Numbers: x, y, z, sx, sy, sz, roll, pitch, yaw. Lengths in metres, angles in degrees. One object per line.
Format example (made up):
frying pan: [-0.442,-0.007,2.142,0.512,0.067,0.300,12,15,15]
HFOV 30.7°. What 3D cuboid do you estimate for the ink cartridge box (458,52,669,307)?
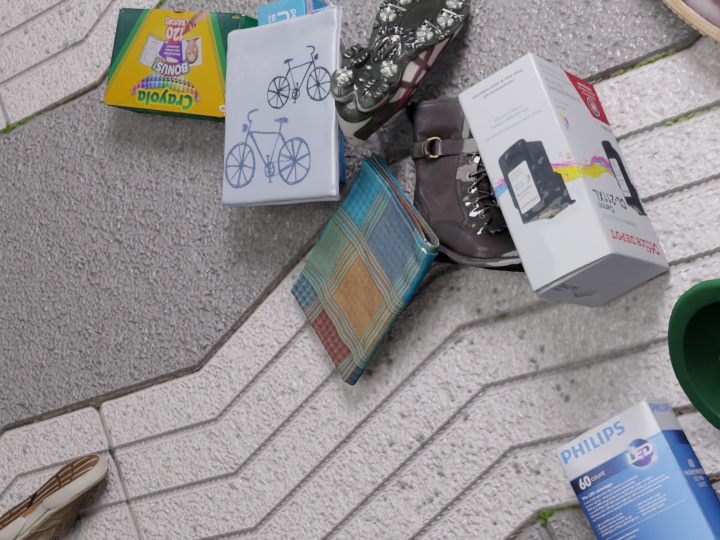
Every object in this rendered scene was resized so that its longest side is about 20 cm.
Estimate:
ink cartridge box: [0.186,-0.078,1.185,0.083,0.146,0.200,-29,70,27]

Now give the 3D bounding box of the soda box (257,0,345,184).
soda box: [-0.065,-0.191,1.422,0.068,0.064,0.200,-8,80,34]

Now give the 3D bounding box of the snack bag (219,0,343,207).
snack bag: [-0.083,-0.168,1.369,0.188,0.021,0.200,-2,87,47]

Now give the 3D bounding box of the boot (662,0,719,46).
boot: [0.331,-0.296,1.148,0.166,0.072,0.200,-50,57,23]

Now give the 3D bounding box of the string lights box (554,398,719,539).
string lights box: [0.264,0.224,1.153,0.103,0.059,0.200,-35,67,27]

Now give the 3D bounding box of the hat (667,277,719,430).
hat: [0.376,0.029,1.120,0.166,0.176,0.200,25,137,32]

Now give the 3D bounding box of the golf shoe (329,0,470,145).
golf shoe: [0.037,-0.212,1.317,0.077,0.088,0.200,32,61,19]

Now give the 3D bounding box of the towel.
towel: [0.000,0.000,1.344,0.147,0.022,0.200,57,131,34]

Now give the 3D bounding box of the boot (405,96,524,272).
boot: [0.114,-0.091,1.283,0.200,0.069,0.174,9,91,37]

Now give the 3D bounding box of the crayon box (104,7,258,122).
crayon box: [-0.203,-0.238,1.526,0.200,0.058,0.119,10,91,35]

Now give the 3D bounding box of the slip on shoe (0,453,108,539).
slip on shoe: [-0.370,0.293,1.594,0.200,0.076,0.061,-37,106,18]
